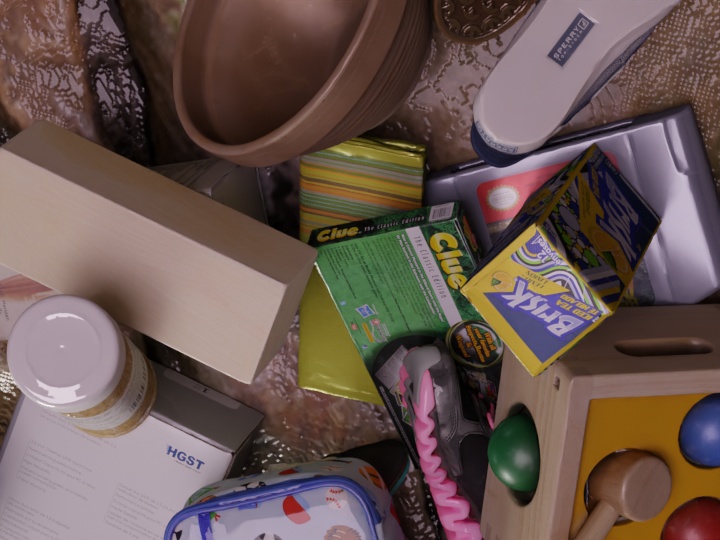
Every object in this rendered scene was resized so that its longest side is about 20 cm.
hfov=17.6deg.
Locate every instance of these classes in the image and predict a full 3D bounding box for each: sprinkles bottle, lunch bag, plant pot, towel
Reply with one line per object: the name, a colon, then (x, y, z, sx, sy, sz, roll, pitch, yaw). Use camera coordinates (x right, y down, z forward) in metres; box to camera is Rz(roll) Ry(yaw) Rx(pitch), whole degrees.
sprinkles bottle: (-0.171, 0.063, 1.456, 0.068, 0.200, 0.069, 0, 80, 2)
lunch bag: (-0.041, 0.228, 1.508, 0.159, 0.076, 0.201, -13, 99, 9)
plant pot: (-0.021, -0.150, 1.457, 0.092, 0.201, 0.201, 24, 118, -38)
towel: (0.000, 0.000, 1.534, 0.086, 0.018, 0.201, 13, 124, 17)

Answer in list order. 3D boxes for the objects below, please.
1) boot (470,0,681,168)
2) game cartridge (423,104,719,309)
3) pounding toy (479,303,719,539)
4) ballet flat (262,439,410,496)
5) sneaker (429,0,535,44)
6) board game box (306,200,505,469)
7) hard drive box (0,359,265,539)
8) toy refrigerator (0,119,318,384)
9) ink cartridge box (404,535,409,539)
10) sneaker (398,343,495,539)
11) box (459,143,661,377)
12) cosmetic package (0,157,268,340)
boot: (0.137, -0.151, 1.452, 0.073, 0.090, 0.200, 43, 83, 2)
game cartridge: (0.136, -0.019, 1.506, 0.199, 0.041, 0.134, -15, 106, 19)
pounding toy: (0.156, 0.135, 1.429, 0.199, 0.142, 0.185, -2, 112, -20)
ballet flat: (-0.053, 0.177, 1.566, 0.200, 0.068, 0.068, -47, 116, 0)
sneaker: (0.101, -0.239, 1.424, 0.067, 0.090, 0.201, 22, 109, -16)
board game box: (0.050, 0.045, 1.511, 0.104, 0.024, 0.201, -9, 127, 22)
hard drive box: (-0.177, 0.164, 1.621, 0.155, 0.077, 0.201, 26, 111, 6)
toy refrigerator: (-0.134, -0.014, 1.455, 0.199, 0.070, 0.076, 25, 117, 8)
ink cartridge box: (0.025, 0.294, 1.602, 0.146, 0.085, 0.200, -40, 91, 22)
sneaker: (0.085, 0.118, 1.514, 0.095, 0.079, 0.201, -17, 129, 4)
box: (0.122, -0.010, 1.386, 0.064, 0.200, 0.070, -40, 93, 22)
cosmetic package: (-0.168, -0.014, 1.553, 0.199, 0.103, 0.088, -7, 104, 19)
